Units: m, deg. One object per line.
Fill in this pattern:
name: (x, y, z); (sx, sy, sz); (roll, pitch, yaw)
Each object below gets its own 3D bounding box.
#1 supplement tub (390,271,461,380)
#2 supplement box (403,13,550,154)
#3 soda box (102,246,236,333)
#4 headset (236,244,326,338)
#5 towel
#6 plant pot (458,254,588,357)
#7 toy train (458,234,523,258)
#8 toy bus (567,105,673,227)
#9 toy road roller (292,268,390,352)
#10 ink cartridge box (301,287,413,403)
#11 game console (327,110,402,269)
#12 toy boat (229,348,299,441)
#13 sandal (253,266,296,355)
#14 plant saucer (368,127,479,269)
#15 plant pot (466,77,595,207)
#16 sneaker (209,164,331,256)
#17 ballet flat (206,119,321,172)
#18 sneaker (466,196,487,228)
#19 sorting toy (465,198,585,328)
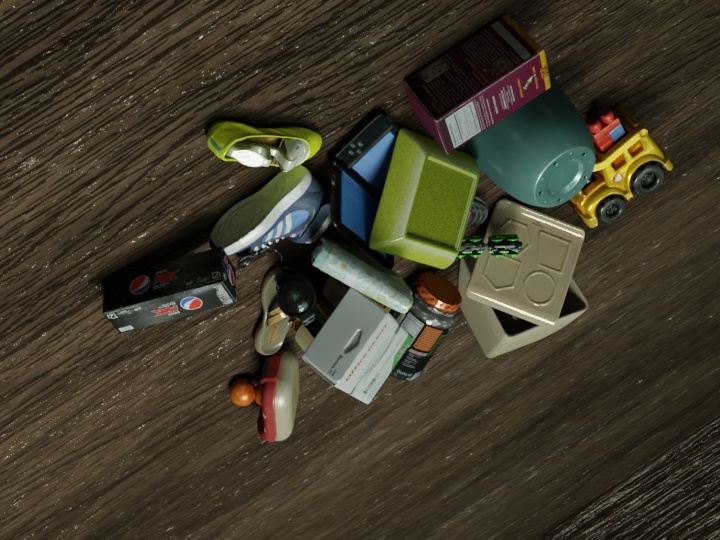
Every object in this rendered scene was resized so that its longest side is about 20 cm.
supplement tub: (0.111, 0.109, 1.740); (0.121, 0.123, 0.201); (5, 128, -40)
supplement box: (0.181, -0.290, 1.369); (0.198, 0.111, 0.086); (-33, 143, -1)
soda box: (-0.292, 0.030, 1.348); (0.197, 0.072, 0.064); (-14, 143, 7)
headset: (-0.119, 0.043, 1.469); (0.093, 0.124, 0.202); (-31, 105, 1)
towel: (0.000, 0.000, 1.442); (0.169, 0.200, 0.049); (27, 96, -7)
plant pot: (0.310, 0.065, 1.798); (0.197, 0.202, 0.178); (-18, 154, -20)
toy train: (0.203, -0.048, 1.642); (0.196, 0.056, 0.042); (-1, 105, 3)
toy bus: (0.459, -0.211, 1.660); (0.199, 0.136, 0.192); (-39, 130, 11)
toy road roller: (-0.022, 0.078, 1.613); (0.145, 0.123, 0.202); (-11, 138, -44)
ink cartridge box: (-0.001, 0.129, 1.468); (0.147, 0.083, 0.200); (-54, 158, -5)
game console: (0.041, -0.128, 1.434); (0.172, 0.119, 0.200); (-41, 143, 10)
toy boat: (-0.187, 0.239, 1.681); (0.128, 0.132, 0.202); (7, 140, 2)
sandal: (-0.143, 0.079, 1.570); (0.079, 0.054, 0.202); (-7, 128, -32)
plant saucer: (0.121, -0.112, 1.460); (0.198, 0.048, 0.203); (14, 93, -43)
plant pot: (0.308, -0.207, 1.513); (0.198, 0.162, 0.202); (-21, 141, -18)
sneaker: (-0.128, -0.063, 1.407); (0.199, 0.081, 0.147); (-40, 139, -1)
ballet flat: (-0.133, -0.176, 1.293); (0.198, 0.067, 0.067); (1, 130, -38)
sneaker: (0.161, -0.087, 1.592); (0.197, 0.088, 0.074); (-3, 133, -35)
sorting toy: (0.315, -0.013, 1.683); (0.036, 0.182, 0.203); (91, 20, -84)
